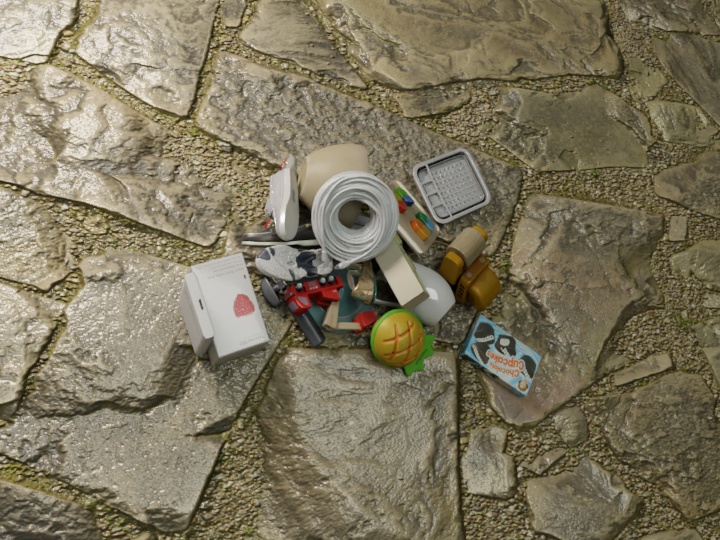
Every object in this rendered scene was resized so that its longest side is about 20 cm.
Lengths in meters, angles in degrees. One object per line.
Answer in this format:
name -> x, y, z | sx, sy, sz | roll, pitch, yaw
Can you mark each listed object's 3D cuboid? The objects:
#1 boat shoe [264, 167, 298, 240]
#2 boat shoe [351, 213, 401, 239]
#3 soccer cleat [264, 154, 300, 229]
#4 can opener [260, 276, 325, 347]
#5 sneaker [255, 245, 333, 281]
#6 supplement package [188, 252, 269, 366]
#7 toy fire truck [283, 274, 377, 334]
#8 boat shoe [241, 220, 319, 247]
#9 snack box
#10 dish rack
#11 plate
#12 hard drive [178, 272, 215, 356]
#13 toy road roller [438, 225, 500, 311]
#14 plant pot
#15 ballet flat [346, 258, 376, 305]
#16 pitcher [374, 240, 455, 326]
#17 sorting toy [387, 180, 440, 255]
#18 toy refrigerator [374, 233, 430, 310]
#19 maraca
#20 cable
boat shoe -> -0.182, -0.148, 1.493 | 0.067, 0.072, 0.204 | -14, 57, 14
boat shoe -> 0.047, -0.097, 1.656 | 0.195, 0.074, 0.068 | 12, 103, -24
soccer cleat -> -0.176, -0.176, 1.597 | 0.076, 0.069, 0.206 | 16, 76, -19
can opener -> -0.160, 0.097, 1.536 | 0.066, 0.053, 0.202 | -33, 87, 8
sneaker -> -0.172, -0.013, 1.504 | 0.196, 0.128, 0.082 | -10, 89, -40
supplement package -> -0.291, 0.086, 1.443 | 0.119, 0.120, 0.205 | -16, 80, -24
toy fire truck -> -0.069, 0.086, 1.516 | 0.196, 0.049, 0.144 | -12, 70, -37
boat shoe -> -0.177, -0.086, 1.525 | 0.196, 0.072, 0.062 | -3, 91, -16
snack box -> 0.356, 0.218, 1.683 | 0.198, 0.037, 0.118 | 34, 66, -8
dish rack -> 0.238, -0.222, 1.768 | 0.197, 0.044, 0.175 | -23, 82, -24
plate -> -0.054, 0.049, 1.592 | 0.195, 0.026, 0.206 | 6, 73, -18
hard drive -> -0.343, 0.096, 1.377 | 0.026, 0.200, 0.135 | -17, 80, -23
toy road roller -> 0.278, 0.007, 1.632 | 0.145, 0.202, 0.123 | 37, 63, 19
plant pot -> -0.076, -0.208, 1.562 | 0.131, 0.200, 0.206 | 10, 71, -18
ballet flat -> 0.000, 0.000, 1.560 | 0.064, 0.072, 0.202 | 13, 33, -13
pitcher -> 0.118, 0.055, 1.607 | 0.200, 0.122, 0.172 | 43, 71, 8
sorting toy -> 0.123, -0.141, 1.652 | 0.186, 0.036, 0.200 | 49, 27, -1
toy refrigerator -> 0.084, -0.016, 1.537 | 0.069, 0.076, 0.203 | -33, 70, 10
maraca -> 0.101, 0.171, 1.562 | 0.199, 0.107, 0.138 | 38, 89, -35
cable -> -0.012, -0.119, 1.468 | 0.195, 0.069, 0.205 | -14, 110, 0
